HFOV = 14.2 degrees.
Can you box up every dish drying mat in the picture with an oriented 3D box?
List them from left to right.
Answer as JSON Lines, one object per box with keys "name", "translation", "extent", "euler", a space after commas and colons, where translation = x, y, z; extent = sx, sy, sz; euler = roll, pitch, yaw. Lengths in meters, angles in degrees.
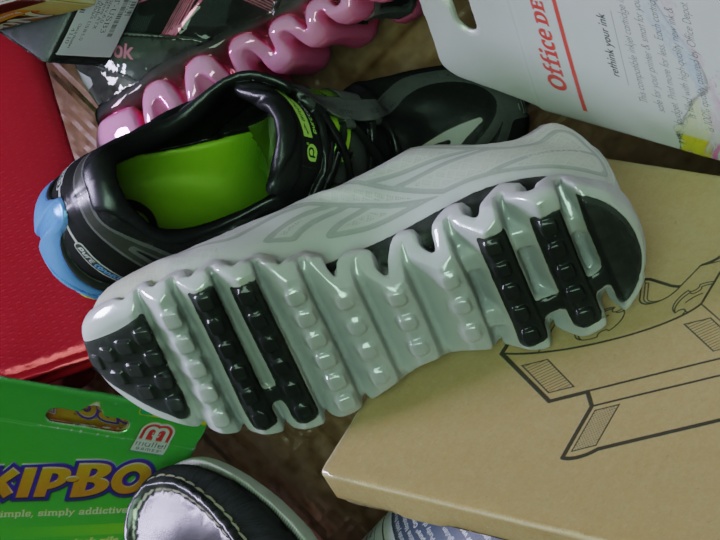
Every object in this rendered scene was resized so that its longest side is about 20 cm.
{"name": "dish drying mat", "translation": [-0.151, -0.046, 1.117], "extent": [0.077, 0.018, 0.200], "euler": [-21, 69, 6]}

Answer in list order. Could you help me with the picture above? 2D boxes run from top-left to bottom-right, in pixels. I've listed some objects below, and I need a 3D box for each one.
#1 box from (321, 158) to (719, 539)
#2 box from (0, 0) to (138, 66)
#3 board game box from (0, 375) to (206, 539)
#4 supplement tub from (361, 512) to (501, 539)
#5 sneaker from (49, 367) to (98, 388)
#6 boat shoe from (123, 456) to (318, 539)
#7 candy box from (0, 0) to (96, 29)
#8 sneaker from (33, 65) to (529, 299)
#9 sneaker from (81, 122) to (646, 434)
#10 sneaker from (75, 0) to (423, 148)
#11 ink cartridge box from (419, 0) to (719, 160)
{"name": "box", "translation": [0.107, 0.031, 0.998], "extent": [0.200, 0.164, 0.021], "euler": [10, 144, 36]}
{"name": "box", "translation": [-0.137, -0.210, 1.089], "extent": [0.200, 0.050, 0.199], "euler": [33, 104, 21]}
{"name": "board game box", "translation": [-0.141, 0.108, 1.124], "extent": [0.095, 0.030, 0.200], "euler": [11, 133, -27]}
{"name": "supplement tub", "translation": [0.068, 0.130, 1.087], "extent": [0.140, 0.140, 0.200], "euler": [42, 105, 1]}
{"name": "sneaker", "translation": [-0.129, 0.009, 1.140], "extent": [0.200, 0.071, 0.098], "euler": [-39, 81, 8]}
{"name": "boat shoe", "translation": [-0.039, 0.150, 1.033], "extent": [0.074, 0.060, 0.200], "euler": [-45, 59, 29]}
{"name": "candy box", "translation": [-0.171, -0.182, 1.050], "extent": [0.115, 0.055, 0.200], "euler": [-12, 86, 26]}
{"name": "sneaker", "translation": [-0.021, -0.036, 1.073], "extent": [0.199, 0.083, 0.071], "euler": [-13, 76, -24]}
{"name": "sneaker", "translation": [0.000, 0.000, 1.025], "extent": [0.200, 0.081, 0.075], "euler": [-14, 125, 5]}
{"name": "sneaker", "translation": [-0.033, -0.121, 1.103], "extent": [0.200, 0.079, 0.095], "euler": [-30, 82, 13]}
{"name": "ink cartridge box", "translation": [0.117, -0.100, 1.018], "extent": [0.200, 0.117, 0.068], "euler": [18, 62, 25]}
